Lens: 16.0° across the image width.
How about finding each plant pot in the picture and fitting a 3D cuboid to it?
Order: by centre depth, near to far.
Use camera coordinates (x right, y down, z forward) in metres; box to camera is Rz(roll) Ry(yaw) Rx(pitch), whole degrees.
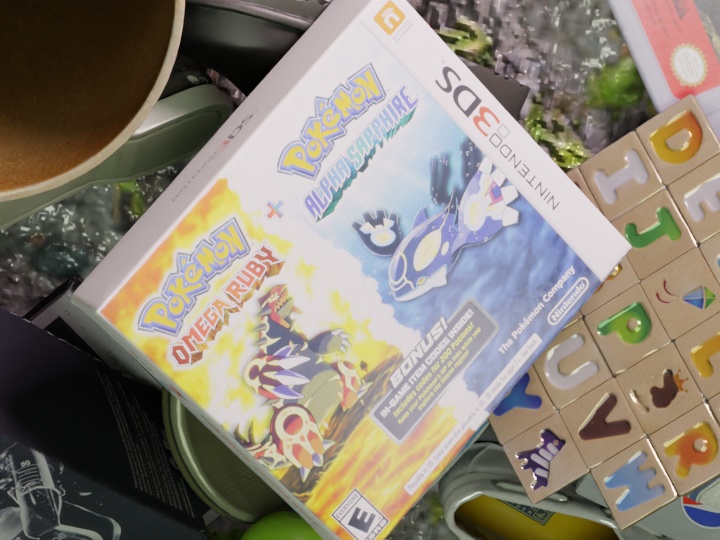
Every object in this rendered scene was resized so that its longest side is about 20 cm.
[{"bbox_3d":[-0.150,-0.152,1.079,0.186,0.200,0.187,2,114,5],"label":"plant pot"}]

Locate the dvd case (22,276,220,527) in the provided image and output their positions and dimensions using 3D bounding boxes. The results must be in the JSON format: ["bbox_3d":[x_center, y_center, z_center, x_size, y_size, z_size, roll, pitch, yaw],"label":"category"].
[{"bbox_3d":[-0.174,0.116,1.364,0.200,0.025,0.150,-38,107,18],"label":"dvd case"}]

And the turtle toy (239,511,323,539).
[{"bbox_3d":[-0.071,0.208,1.266,0.146,0.101,0.200,37,102,0],"label":"turtle toy"}]

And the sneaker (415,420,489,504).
[{"bbox_3d":[0.048,0.051,1.305,0.200,0.072,0.072,-43,98,5],"label":"sneaker"}]

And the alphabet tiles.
[{"bbox_3d":[0.142,0.019,1.217,0.200,0.006,0.167,-33,70,17],"label":"alphabet tiles"}]

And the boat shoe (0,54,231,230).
[{"bbox_3d":[-0.161,-0.064,1.216,0.061,0.201,0.072,60,150,17],"label":"boat shoe"}]

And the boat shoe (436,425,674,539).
[{"bbox_3d":[0.131,0.153,1.324,0.202,0.086,0.075,29,116,-12],"label":"boat shoe"}]

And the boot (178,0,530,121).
[{"bbox_3d":[-0.028,-0.047,1.209,0.211,0.079,0.158,21,93,-20],"label":"boot"}]

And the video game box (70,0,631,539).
[{"bbox_3d":[0.000,0.000,1.162,0.182,0.047,0.200,44,80,-21],"label":"video game box"}]

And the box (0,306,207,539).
[{"bbox_3d":[-0.214,0.120,1.257,0.200,0.104,0.182,-39,136,18],"label":"box"}]

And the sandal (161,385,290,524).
[{"bbox_3d":[-0.051,0.029,1.265,0.057,0.080,0.202,12,103,46],"label":"sandal"}]

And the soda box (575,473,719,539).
[{"bbox_3d":[0.210,0.116,1.315,0.199,0.068,0.064,26,112,-7],"label":"soda box"}]

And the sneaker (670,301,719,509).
[{"bbox_3d":[0.194,0.021,1.224,0.088,0.075,0.201,13,96,-3],"label":"sneaker"}]

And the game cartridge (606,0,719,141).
[{"bbox_3d":[0.182,-0.147,1.220,0.133,0.041,0.200,-24,110,9],"label":"game cartridge"}]
